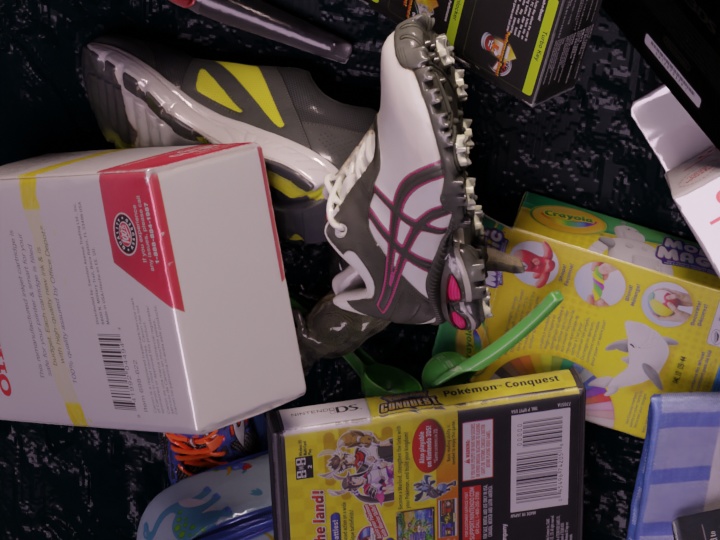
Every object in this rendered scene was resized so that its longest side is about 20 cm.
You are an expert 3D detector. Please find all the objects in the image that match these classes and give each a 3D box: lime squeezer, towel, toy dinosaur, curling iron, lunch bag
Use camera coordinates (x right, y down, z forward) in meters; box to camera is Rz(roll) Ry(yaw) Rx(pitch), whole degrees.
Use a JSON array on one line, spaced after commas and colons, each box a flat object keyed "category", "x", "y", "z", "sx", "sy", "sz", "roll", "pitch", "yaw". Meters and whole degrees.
[{"category": "lime squeezer", "x": 0.038, "y": 0.048, "z": 1.414, "sx": 0.200, "sy": 0.038, "sz": 0.071, "roll": -1, "pitch": 79, "yaw": 40}, {"category": "towel", "x": 0.254, "y": 0.131, "z": 1.401, "sx": 0.199, "sy": 0.024, "sz": 0.147, "roll": 2, "pitch": 124, "yaw": -5}, {"category": "toy dinosaur", "x": 0.000, "y": 0.000, "z": 1.403, "sx": 0.200, "sy": 0.047, "sz": 0.088, "roll": -27, "pitch": 80, "yaw": 29}, {"category": "curling iron", "x": -0.095, "y": -0.165, "z": 1.368, "sx": 0.200, "sy": 0.026, "sz": 0.050, "roll": 29, "pitch": 127, "yaw": -2}, {"category": "lunch bag", "x": -0.056, "y": 0.211, "z": 1.505, "sx": 0.160, "sy": 0.082, "sz": 0.201, "roll": -15, "pitch": 125, "yaw": -21}]

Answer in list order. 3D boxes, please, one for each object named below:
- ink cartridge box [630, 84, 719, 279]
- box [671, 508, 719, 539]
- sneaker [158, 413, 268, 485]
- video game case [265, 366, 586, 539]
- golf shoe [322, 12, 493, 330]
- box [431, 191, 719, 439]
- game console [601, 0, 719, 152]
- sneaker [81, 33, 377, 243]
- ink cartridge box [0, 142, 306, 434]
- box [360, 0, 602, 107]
[{"category": "ink cartridge box", "x": 0.239, "y": -0.025, "z": 1.292, "sx": 0.115, "sy": 0.068, "sz": 0.200, "roll": -31, "pitch": 100, "yaw": 10}, {"category": "box", "x": 0.288, "y": 0.206, "z": 1.376, "sx": 0.199, "sy": 0.107, "sz": 0.149, "roll": -12, "pitch": 125, "yaw": 6}, {"category": "sneaker", "x": -0.102, "y": 0.082, "z": 1.488, "sx": 0.075, "sy": 0.078, "sz": 0.201, "roll": 1, "pitch": 120, "yaw": 17}, {"category": "video game case", "x": 0.040, "y": 0.154, "z": 1.426, "sx": 0.180, "sy": 0.026, "sz": 0.201, "roll": -8, "pitch": 124, "yaw": -8}, {"category": "golf shoe", "x": 0.019, "y": -0.042, "z": 1.268, "sx": 0.088, "sy": 0.077, "sz": 0.200, "roll": -3, "pitch": 133, "yaw": 5}, {"category": "box", "x": 0.147, "y": 0.032, "z": 1.400, "sx": 0.199, "sy": 0.048, "sz": 0.118, "roll": 17, "pitch": 124, "yaw": 5}, {"category": "game console", "x": 0.211, "y": -0.161, "z": 1.216, "sx": 0.200, "sy": 0.116, "sz": 0.176, "roll": 55, "pitch": 159, "yaw": 27}, {"category": "sneaker", "x": -0.070, "y": -0.084, "z": 1.387, "sx": 0.200, "sy": 0.085, "sz": 0.075, "roll": 31, "pitch": 142, "yaw": 23}, {"category": "ink cartridge box", "x": -0.135, "y": 0.008, "z": 1.367, "sx": 0.200, "sy": 0.083, "sz": 0.146, "roll": 1, "pitch": 105, "yaw": 48}, {"category": "box", "x": 0.050, "y": -0.214, "z": 1.238, "sx": 0.193, "sy": 0.047, "sz": 0.200, "roll": 32, "pitch": 127, "yaw": 25}]
